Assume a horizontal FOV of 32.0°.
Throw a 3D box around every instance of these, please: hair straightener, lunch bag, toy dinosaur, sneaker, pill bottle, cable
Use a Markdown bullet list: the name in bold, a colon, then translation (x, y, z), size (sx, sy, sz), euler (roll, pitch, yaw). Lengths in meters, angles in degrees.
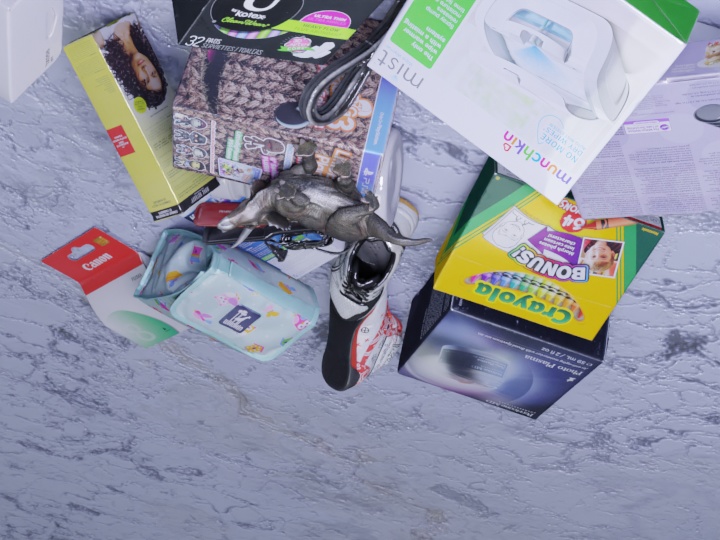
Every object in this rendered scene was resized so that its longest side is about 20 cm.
- **hair straightener**: translation (-0.085, -0.047, 1.427), size (0.199, 0.041, 0.077), euler (-4, 142, 8)
- **lunch bag**: translation (-0.163, 0.029, 1.559), size (0.170, 0.122, 0.200), euler (31, 165, -29)
- **toy dinosaur**: translation (-0.031, -0.062, 1.160), size (0.199, 0.077, 0.102), euler (8, 160, -2)
- **sneaker**: translation (0.000, 0.000, 1.481), size (0.075, 0.088, 0.200), euler (26, 133, 2)
- **sneaker**: translation (0.013, 0.055, 1.631), size (0.067, 0.108, 0.202), euler (28, 120, 27)
- **pill bottle**: translation (-0.060, -0.108, 1.347), size (0.199, 0.112, 0.111), euler (6, 148, 10)
- **cable**: translation (0.030, -0.201, 1.124), size (0.050, 0.200, 0.097), euler (35, 149, 32)

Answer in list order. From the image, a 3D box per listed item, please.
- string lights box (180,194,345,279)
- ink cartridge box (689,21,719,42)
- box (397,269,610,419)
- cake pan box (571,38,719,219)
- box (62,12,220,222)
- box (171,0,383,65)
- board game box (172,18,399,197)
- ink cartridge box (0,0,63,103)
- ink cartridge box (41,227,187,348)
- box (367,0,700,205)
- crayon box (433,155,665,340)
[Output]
- **string lights box**: translation (-0.122, -0.071, 1.480), size (0.200, 0.059, 0.103), euler (30, 144, -26)
- **ink cartridge box**: translation (0.265, -0.153, 1.194), size (0.116, 0.068, 0.200), euler (17, 148, -5)
- **box**: translation (0.176, 0.073, 1.542), size (0.199, 0.124, 0.198), euler (19, 150, -8)
- **cake pan box**: translation (0.268, -0.122, 1.130), size (0.199, 0.052, 0.184), euler (-3, 141, 26)
- **box**: translation (-0.222, -0.155, 1.283), size (0.050, 0.075, 0.200), euler (-12, 112, 37)
- **box**: translation (-0.054, -0.276, 1.019), size (0.148, 0.125, 0.200), euler (2, 156, -32)
- **board game box**: translation (-0.066, -0.167, 1.208), size (0.199, 0.160, 0.097), euler (13, 149, -1)
- **ink cartridge box**: translation (-0.386, -0.271, 1.181), size (0.200, 0.084, 0.145), euler (30, 148, 4)
- **ink cartridge box**: translation (-0.326, 0.028, 1.729), size (0.200, 0.050, 0.161), euler (31, 145, -30)
- **box**: translation (0.139, -0.189, 1.020), size (0.200, 0.097, 0.177), euler (37, 124, 1)
- **crayon box**: translation (0.204, -0.026, 1.382), size (0.199, 0.058, 0.173), euler (18, 128, -9)
